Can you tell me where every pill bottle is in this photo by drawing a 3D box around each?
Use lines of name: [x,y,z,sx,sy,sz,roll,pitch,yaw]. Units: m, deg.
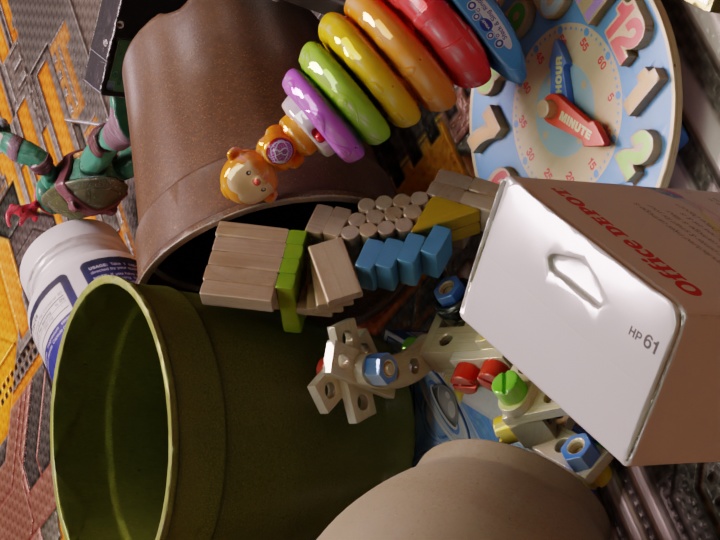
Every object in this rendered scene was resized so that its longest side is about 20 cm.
pill bottle: [-0.206,0.055,1.511,0.200,0.116,0.116,57,131,40]

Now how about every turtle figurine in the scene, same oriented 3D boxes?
turtle figurine: [-0.225,-0.093,1.531,0.200,0.150,0.101,-17,85,42]

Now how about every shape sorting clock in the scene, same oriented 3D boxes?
shape sorting clock: [0.125,-0.098,1.124,0.200,0.039,0.200,-6,82,54]

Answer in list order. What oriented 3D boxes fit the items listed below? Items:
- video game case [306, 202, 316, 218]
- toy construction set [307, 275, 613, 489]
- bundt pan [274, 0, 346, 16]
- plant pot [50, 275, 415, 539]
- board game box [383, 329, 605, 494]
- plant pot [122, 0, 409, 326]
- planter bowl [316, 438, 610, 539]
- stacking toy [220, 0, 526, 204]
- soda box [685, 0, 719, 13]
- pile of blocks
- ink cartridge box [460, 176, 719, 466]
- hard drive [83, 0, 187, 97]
video game case: [-0.064,0.034,1.398,0.143,0.018,0.200,-19,72,52]
toy construction set: [0.073,0.061,1.103,0.200,0.092,0.131,6,54,29]
bundt pan: [0.001,-0.259,1.245,0.202,0.076,0.202,-28,49,38]
plant pot: [-0.076,0.106,1.191,0.200,0.193,0.201,-6,83,60]
board game box: [0.070,0.133,1.188,0.200,0.034,0.136,28,110,52]
plant pot: [-0.076,-0.075,1.274,0.200,0.200,0.198,-46,49,43]
planter bowl: [0.064,0.181,1.029,0.200,0.200,0.135,-31,26,49]
stacking toy: [-0.008,-0.111,1.127,0.200,0.116,0.110,-41,30,0]
soda box: [0.168,-0.206,1.049,0.200,0.064,0.068,40,119,48]
pile of blocks: [0.000,0.000,1.146,0.062,0.200,0.082,81,174,-51]
ink cartridge box: [0.172,0.023,0.911,0.145,0.200,0.085,43,121,47]
hard drive: [-0.122,-0.225,1.393,0.038,0.140,0.200,37,118,50]
